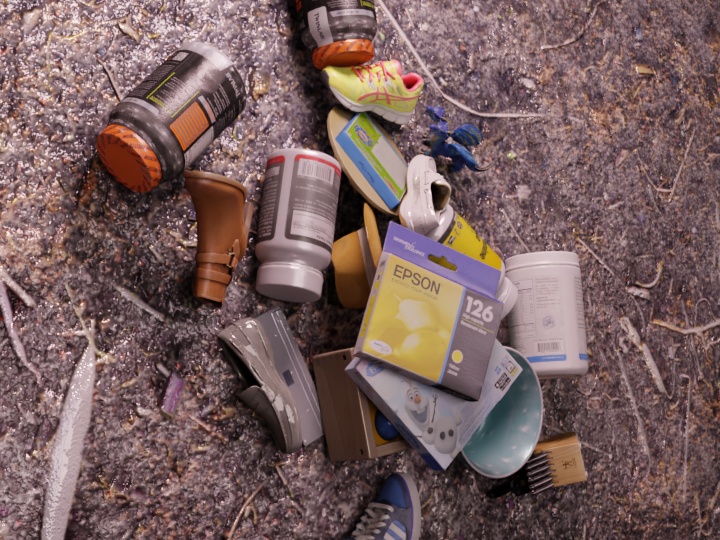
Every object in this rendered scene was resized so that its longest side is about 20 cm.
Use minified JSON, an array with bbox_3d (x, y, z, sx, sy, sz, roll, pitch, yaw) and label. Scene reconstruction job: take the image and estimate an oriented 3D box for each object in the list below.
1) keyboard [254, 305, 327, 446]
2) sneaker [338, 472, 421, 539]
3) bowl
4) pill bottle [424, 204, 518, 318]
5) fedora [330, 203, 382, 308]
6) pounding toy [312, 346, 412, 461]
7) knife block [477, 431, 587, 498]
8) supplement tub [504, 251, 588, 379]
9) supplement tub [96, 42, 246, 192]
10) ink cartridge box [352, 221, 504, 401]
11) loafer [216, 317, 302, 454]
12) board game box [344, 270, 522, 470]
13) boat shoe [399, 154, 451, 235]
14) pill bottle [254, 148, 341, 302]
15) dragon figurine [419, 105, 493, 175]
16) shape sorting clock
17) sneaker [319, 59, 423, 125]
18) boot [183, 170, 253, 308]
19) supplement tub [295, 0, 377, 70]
[{"bbox_3d":[-0.101,0.154,1.595,0.056,0.011,0.202,-26,96,-31],"label":"keyboard"},{"bbox_3d":[0.006,0.388,1.579,0.145,0.080,0.203,16,77,-37],"label":"sneaker"},{"bbox_3d":[0.184,0.219,1.719,0.199,0.104,0.204,1,89,-39],"label":"bowl"},{"bbox_3d":[0.160,-0.007,1.750,0.200,0.112,0.113,44,59,-21],"label":"pill bottle"},{"bbox_3d":[0.000,0.000,1.621,0.081,0.201,0.204,-13,88,1],"label":"fedora"},{"bbox_3d":[0.055,0.167,1.612,0.198,0.141,0.187,-8,85,-38],"label":"pounding toy"},{"bbox_3d":[0.285,0.327,1.817,0.200,0.173,0.065,1,77,-81],"label":"knife block"},{"bbox_3d":[0.311,0.078,1.832,0.130,0.131,0.203,5,78,-35],"label":"supplement tub"},{"bbox_3d":[-0.255,-0.205,1.473,0.123,0.122,0.200,51,57,-17],"label":"supplement tub"},{"bbox_3d":[0.104,0.056,1.523,0.196,0.047,0.203,22,75,-20],"label":"ink cartridge box"},{"bbox_3d":[-0.142,0.167,1.528,0.069,0.070,0.202,-23,87,-31],"label":"loafer"},{"bbox_3d":[0.108,0.142,1.559,0.200,0.043,0.200,49,65,-13],"label":"board game box"},{"bbox_3d":[0.108,-0.116,1.681,0.201,0.068,0.071,-78,148,-51],"label":"boat shoe"},{"bbox_3d":[-0.093,-0.063,1.577,0.113,0.113,0.203,16,72,-32],"label":"pill bottle"},{"bbox_3d":[0.165,-0.203,1.800,0.198,0.099,0.060,27,67,-29],"label":"dragon figurine"},{"bbox_3d":[0.017,-0.170,1.688,0.200,0.039,0.201,42,29,-29],"label":"shape sorting clock"},{"bbox_3d":[0.020,-0.296,1.703,0.198,0.091,0.079,6,40,-45],"label":"sneaker"},{"bbox_3d":[-0.200,-0.040,1.468,0.200,0.073,0.157,49,54,-67],"label":"boot"},{"bbox_3d":[-0.041,-0.420,1.680,0.121,0.122,0.203,-5,83,-36],"label":"supplement tub"}]
